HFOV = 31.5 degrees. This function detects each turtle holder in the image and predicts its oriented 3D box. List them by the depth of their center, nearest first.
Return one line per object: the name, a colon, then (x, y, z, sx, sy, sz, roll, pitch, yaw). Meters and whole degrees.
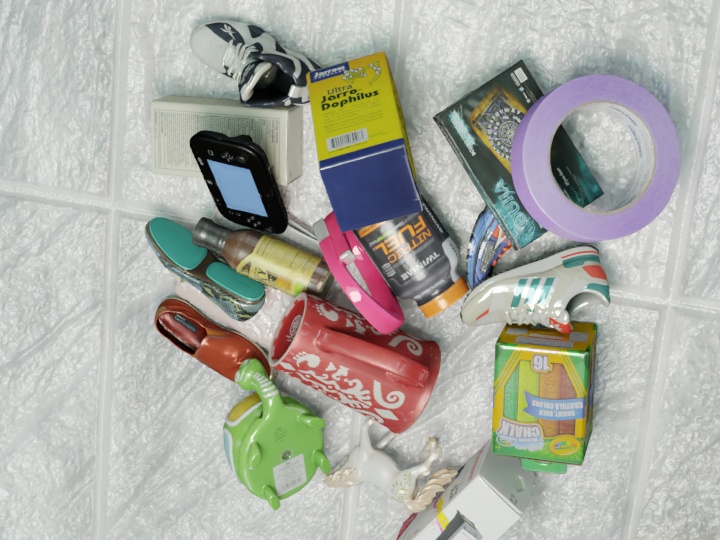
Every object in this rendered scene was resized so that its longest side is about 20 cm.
turtle holder: (-0.137, 0.228, 1.780, 0.141, 0.131, 0.186, -48, 130, -9)

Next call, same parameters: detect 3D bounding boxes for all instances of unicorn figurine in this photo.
unicorn figurine: (0.028, 0.269, 1.774, 0.199, 0.074, 0.138, 28, 81, 44)

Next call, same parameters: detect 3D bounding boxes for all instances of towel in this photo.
towel: (-0.143, 0.003, 1.792, 0.199, 0.032, 0.192, 31, 110, 7)

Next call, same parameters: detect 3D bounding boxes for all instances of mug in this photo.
mug: (-0.001, 0.106, 1.678, 0.199, 0.134, 0.178, 26, 139, -17)

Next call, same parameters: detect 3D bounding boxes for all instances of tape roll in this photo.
tape roll: (0.289, -0.137, 1.572, 0.198, 0.066, 0.202, 0, 90, -8)

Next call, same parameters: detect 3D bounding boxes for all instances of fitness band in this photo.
fitness band: (0.000, 0.000, 1.664, 0.037, 0.200, 0.144, -36, 124, 10)

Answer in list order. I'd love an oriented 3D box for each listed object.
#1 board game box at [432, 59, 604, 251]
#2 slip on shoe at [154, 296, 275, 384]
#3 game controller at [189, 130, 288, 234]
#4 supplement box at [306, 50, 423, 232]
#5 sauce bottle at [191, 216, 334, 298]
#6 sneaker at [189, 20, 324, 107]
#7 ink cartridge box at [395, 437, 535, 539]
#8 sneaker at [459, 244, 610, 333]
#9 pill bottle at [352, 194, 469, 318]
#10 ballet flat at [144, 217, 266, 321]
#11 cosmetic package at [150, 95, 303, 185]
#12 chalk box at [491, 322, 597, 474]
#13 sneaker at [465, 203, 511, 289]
board game box: (0.199, -0.145, 1.608, 0.135, 0.028, 0.201, -32, 93, -6)
slip on shoe: (-0.212, 0.109, 1.823, 0.199, 0.061, 0.074, 34, 109, 4)
game controller: (-0.157, -0.114, 1.671, 0.103, 0.042, 0.200, 6, 150, 14)
supplement box: (0.004, -0.163, 1.596, 0.109, 0.201, 0.109, -15, 134, 5)
sauce bottle: (-0.133, -0.017, 1.734, 0.199, 0.065, 0.065, 23, 109, 10)
sneaker: (-0.149, -0.269, 1.670, 0.198, 0.130, 0.080, 30, 108, 6)
ink cartridge box: (0.135, 0.341, 1.739, 0.086, 0.148, 0.200, 41, 110, 1)
sneaker: (0.228, 0.043, 1.644, 0.198, 0.070, 0.094, -22, 62, 6)
pill bottle: (0.062, -0.037, 1.684, 0.106, 0.106, 0.201, -34, 94, 21)
ballet flat: (-0.223, 0.005, 1.769, 0.199, 0.074, 0.075, 36, 111, 10)
cosmetic package: (-0.181, -0.179, 1.733, 0.198, 0.073, 0.104, 7, 106, 14)
chalk box: (0.242, 0.177, 1.678, 0.123, 0.124, 0.202, 3, 105, 15)
sneaker: (0.188, -0.057, 1.662, 0.078, 0.075, 0.201, 18, 110, 7)
